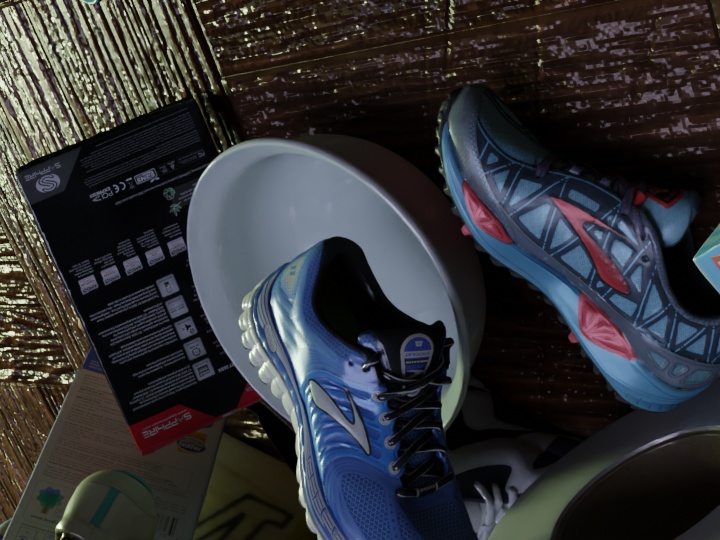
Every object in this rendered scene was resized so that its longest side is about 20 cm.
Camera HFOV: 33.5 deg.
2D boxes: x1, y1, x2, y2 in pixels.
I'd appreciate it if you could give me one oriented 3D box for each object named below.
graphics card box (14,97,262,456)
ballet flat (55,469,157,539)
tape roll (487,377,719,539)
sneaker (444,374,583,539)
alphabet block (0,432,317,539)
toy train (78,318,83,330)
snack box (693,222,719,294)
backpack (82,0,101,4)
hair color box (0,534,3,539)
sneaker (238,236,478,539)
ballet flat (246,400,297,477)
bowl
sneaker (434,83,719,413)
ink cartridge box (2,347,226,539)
[{"bbox_3d":[-0.128,0.002,0.780,0.051,0.125,0.202,-139,26,-73],"label":"graphics card box"},{"bbox_3d":[-0.165,0.210,0.735,0.069,0.069,0.202,27,128,24],"label":"ballet flat"},{"bbox_3d":[0.174,0.162,0.585,0.202,0.202,0.140,-25,102,48],"label":"tape roll"},{"bbox_3d":[0.077,0.146,0.713,0.198,0.129,0.080,36,139,16],"label":"sneaker"},{"bbox_3d":[-0.139,0.256,0.939,0.199,0.196,0.197,20,133,29],"label":"alphabet block"},{"bbox_3d":[-0.162,0.007,0.879,0.150,0.056,0.201,38,138,13],"label":"toy train"},{"bbox_3d":[0.225,-0.060,0.438,0.037,0.116,0.200,50,139,-1],"label":"snack box"},{"bbox_3d":[-0.166,-0.260,0.615,0.175,0.153,0.201,39,132,20],"label":"backpack"},{"bbox_3d":[-0.244,0.284,0.857,0.201,0.065,0.109,54,138,-2],"label":"hair color box"},{"bbox_3d":[0.009,0.071,0.593,0.089,0.078,0.201,-46,65,40],"label":"sneaker"},{"bbox_3d":[-0.034,0.134,0.827,0.201,0.046,0.068,56,142,19],"label":"ballet flat"},{"bbox_3d":[0.000,0.000,0.700,0.200,0.090,0.203,23,130,29],"label":"bowl"},{"bbox_3d":[0.125,-0.027,0.598,0.200,0.079,0.095,46,130,-8],"label":"sneaker"},{"bbox_3d":[-0.167,0.143,0.852,0.118,0.201,0.042,17,131,-5],"label":"ink cartridge box"}]
